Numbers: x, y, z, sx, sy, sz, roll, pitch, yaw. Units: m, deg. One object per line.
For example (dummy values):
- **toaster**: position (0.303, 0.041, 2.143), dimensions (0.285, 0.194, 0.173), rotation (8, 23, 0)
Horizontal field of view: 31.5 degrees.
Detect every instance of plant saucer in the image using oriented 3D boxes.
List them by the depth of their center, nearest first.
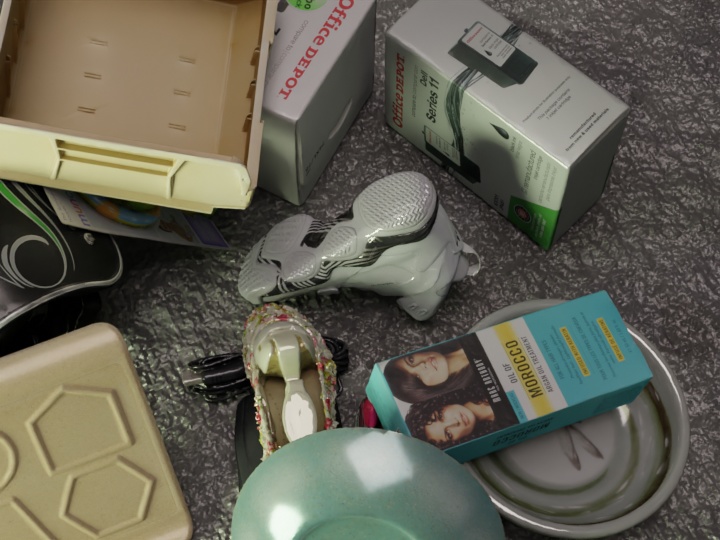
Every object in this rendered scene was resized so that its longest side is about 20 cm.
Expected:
- **plant saucer**: position (0.003, 0.206, 0.901), dimensions (0.201, 0.201, 0.039), rotation (8, 24, 4)
- **plant saucer**: position (0.157, 0.121, 1.010), dimensions (0.200, 0.050, 0.200), rotation (3, 60, -6)

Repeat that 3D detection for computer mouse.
- **computer mouse**: position (-0.062, 0.142, 1.003), dimensions (0.138, 0.053, 0.200), rotation (-9, 64, -6)

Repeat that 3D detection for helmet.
- **helmet**: position (-0.299, -0.003, 0.995), dimensions (0.200, 0.200, 0.191), rotation (-36, 70, -17)

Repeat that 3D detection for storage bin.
- **storage bin**: position (-0.165, -0.160, 0.953), dimensions (0.198, 0.094, 0.200), rotation (9, 66, -11)

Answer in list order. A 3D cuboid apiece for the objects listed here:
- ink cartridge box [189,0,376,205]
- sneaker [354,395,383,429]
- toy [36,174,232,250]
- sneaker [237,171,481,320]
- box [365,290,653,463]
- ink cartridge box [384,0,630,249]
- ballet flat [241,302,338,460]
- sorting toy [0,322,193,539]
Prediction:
- **ink cartridge box**: position (-0.104, -0.184, 1.112), dimensions (0.200, 0.146, 0.147), rotation (25, 67, 11)
- **sneaker**: position (0.050, 0.182, 0.972), dimensions (0.081, 0.075, 0.200), rotation (-29, 68, -14)
- **toy**: position (-0.183, -0.079, 1.038), dimensions (0.047, 0.200, 0.115), rotation (-44, 63, 18)
- **sneaker**: position (0.000, 0.000, 1.060), dimensions (0.200, 0.115, 0.075), rotation (-24, 41, 27)
- **box**: position (0.112, 0.085, 0.964), dimensions (0.200, 0.049, 0.082), rotation (-17, 65, -19)
- **ink cartridge box**: position (0.117, -0.133, 1.090), dimensions (0.200, 0.147, 0.083), rotation (40, 71, 19)
- **ballet flat**: position (-0.049, 0.091, 0.976), dimensions (0.076, 0.064, 0.200), rotation (-11, 51, -9)
- **sorting toy**: position (-0.238, 0.151, 0.945), dimensions (0.185, 0.200, 0.036), rotation (-20, 27, -10)
